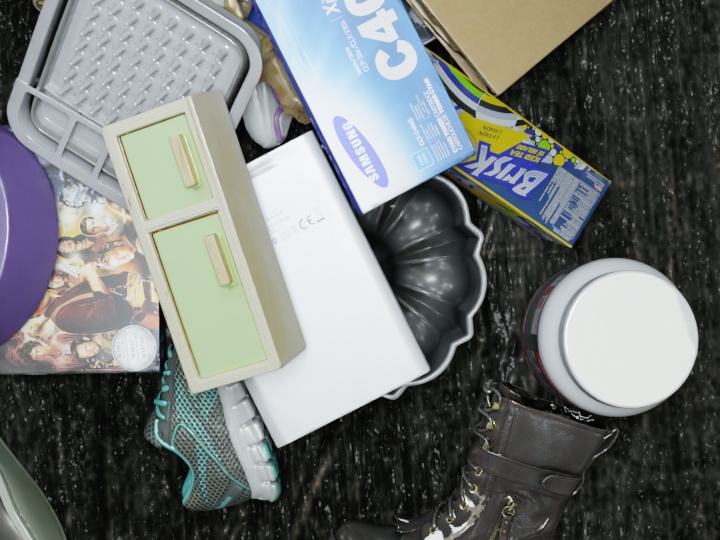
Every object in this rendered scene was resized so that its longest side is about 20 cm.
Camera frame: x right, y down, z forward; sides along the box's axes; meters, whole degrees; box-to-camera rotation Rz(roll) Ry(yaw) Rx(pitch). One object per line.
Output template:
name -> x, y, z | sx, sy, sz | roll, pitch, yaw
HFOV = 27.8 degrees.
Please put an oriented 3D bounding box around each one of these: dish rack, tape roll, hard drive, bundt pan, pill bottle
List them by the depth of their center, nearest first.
pill bottle -> 0.185, 0.050, 1.092 | 0.114, 0.200, 0.117 | 0, 88, 1
hard drive -> -0.049, 0.014, 1.103 | 0.131, 0.025, 0.201 | -26, 93, 3
dish rack -> -0.167, -0.143, 1.104 | 0.171, 0.044, 0.201 | 32, 129, 0
tape roll -> -0.343, -0.029, 1.137 | 0.198, 0.085, 0.202 | -1, 88, 14
bundt pan -> 0.000, 0.000, 1.153 | 0.199, 0.076, 0.204 | 0, 92, 2

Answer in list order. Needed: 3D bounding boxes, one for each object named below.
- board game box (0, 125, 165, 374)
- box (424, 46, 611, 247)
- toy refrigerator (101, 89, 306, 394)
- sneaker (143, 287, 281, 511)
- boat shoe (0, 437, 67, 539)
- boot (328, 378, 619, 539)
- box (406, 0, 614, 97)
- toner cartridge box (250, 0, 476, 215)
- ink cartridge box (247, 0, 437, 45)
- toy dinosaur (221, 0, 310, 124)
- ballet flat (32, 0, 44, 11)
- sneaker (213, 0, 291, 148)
board game box -> -0.227, -0.017, 1.182 | 0.134, 0.035, 0.202 | -2, 88, 1
box -> 0.092, -0.098, 1.128 | 0.199, 0.070, 0.065 | 33, 88, -22
toy refrigerator -> -0.112, -0.021, 1.048 | 0.075, 0.070, 0.202 | -16, 96, 18
sneaker -> -0.132, 0.102, 1.143 | 0.090, 0.078, 0.202 | -20, 97, -2
boat shoe -> -0.301, 0.174, 1.162 | 0.060, 0.072, 0.202 | -34, 81, 4
boot -> 0.086, 0.166, 1.135 | 0.198, 0.069, 0.176 | 11, 107, -9
box -> 0.121, -0.252, 1.155 | 0.200, 0.021, 0.164 | -40, 91, -23
toner cartridge box -> -0.004, -0.150, 1.035 | 0.094, 0.043, 0.201 | -28, 92, -3
ink cartridge box -> 0.009, -0.210, 1.148 | 0.199, 0.039, 0.100 | -32, 96, -20
toy dinosaur -> -0.099, -0.185, 1.098 | 0.199, 0.058, 0.102 | 34, 114, 8
ballet flat -> -0.185, -0.164, 1.170 | 0.062, 0.068, 0.200 | -42, 79, -17
sneaker -> -0.111, -0.191, 1.179 | 0.099, 0.075, 0.202 | -18, 89, 20
